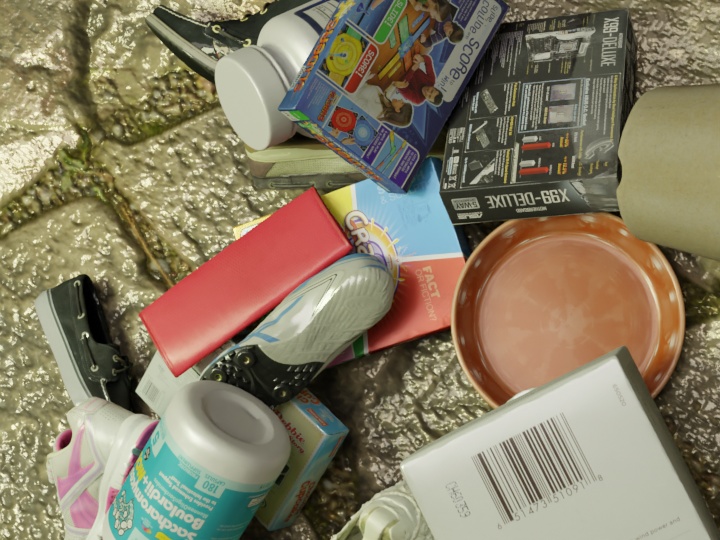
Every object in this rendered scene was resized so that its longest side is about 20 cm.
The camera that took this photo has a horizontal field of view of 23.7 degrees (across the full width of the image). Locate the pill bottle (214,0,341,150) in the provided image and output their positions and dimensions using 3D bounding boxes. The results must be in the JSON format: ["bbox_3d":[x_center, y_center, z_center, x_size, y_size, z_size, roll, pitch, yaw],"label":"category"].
[{"bbox_3d":[-0.025,-0.188,1.556,0.200,0.120,0.120,-27,62,-24],"label":"pill bottle"}]

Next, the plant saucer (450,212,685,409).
[{"bbox_3d":[0.179,0.044,1.482,0.200,0.032,0.200,-1,78,6],"label":"plant saucer"}]

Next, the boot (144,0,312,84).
[{"bbox_3d":[-0.094,-0.245,1.671,0.204,0.073,0.154,31,85,19],"label":"boot"}]

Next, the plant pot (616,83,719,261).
[{"bbox_3d":[0.321,-0.080,1.414,0.183,0.200,0.201,9,77,35],"label":"plant pot"}]

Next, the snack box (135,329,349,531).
[{"bbox_3d":[-0.111,0.127,1.562,0.200,0.037,0.116,43,116,26],"label":"snack box"}]

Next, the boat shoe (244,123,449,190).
[{"bbox_3d":[-0.007,-0.106,1.601,0.201,0.066,0.072,0,39,2],"label":"boat shoe"}]

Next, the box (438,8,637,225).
[{"bbox_3d":[0.160,-0.138,1.519,0.158,0.050,0.200,-5,52,18],"label":"box"}]

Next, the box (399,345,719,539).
[{"bbox_3d":[0.168,0.193,1.380,0.199,0.131,0.200,-28,86,11],"label":"box"}]

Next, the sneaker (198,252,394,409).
[{"bbox_3d":[-0.056,0.058,1.504,0.200,0.072,0.072,-36,108,-1],"label":"sneaker"}]

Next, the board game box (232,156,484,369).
[{"bbox_3d":[0.000,0.000,1.558,0.200,0.040,0.153,-20,84,15],"label":"board game box"}]

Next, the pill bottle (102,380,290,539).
[{"bbox_3d":[-0.149,0.200,1.463,0.111,0.111,0.200,43,116,26],"label":"pill bottle"}]

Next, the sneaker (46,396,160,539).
[{"bbox_3d":[-0.240,0.186,1.553,0.088,0.081,0.200,35,126,14],"label":"sneaker"}]

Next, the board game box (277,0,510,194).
[{"bbox_3d":[0.032,-0.186,1.497,0.034,0.135,0.200,7,64,60],"label":"board game box"}]

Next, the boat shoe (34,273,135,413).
[{"bbox_3d":[-0.250,0.089,1.633,0.057,0.069,0.200,-34,63,8],"label":"boat shoe"}]

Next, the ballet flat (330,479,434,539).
[{"bbox_3d":[0.002,0.241,1.448,0.072,0.072,0.200,34,60,26],"label":"ballet flat"}]

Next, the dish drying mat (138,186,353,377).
[{"bbox_3d":[-0.104,0.011,1.541,0.200,0.018,0.077,-36,62,6],"label":"dish drying mat"}]
